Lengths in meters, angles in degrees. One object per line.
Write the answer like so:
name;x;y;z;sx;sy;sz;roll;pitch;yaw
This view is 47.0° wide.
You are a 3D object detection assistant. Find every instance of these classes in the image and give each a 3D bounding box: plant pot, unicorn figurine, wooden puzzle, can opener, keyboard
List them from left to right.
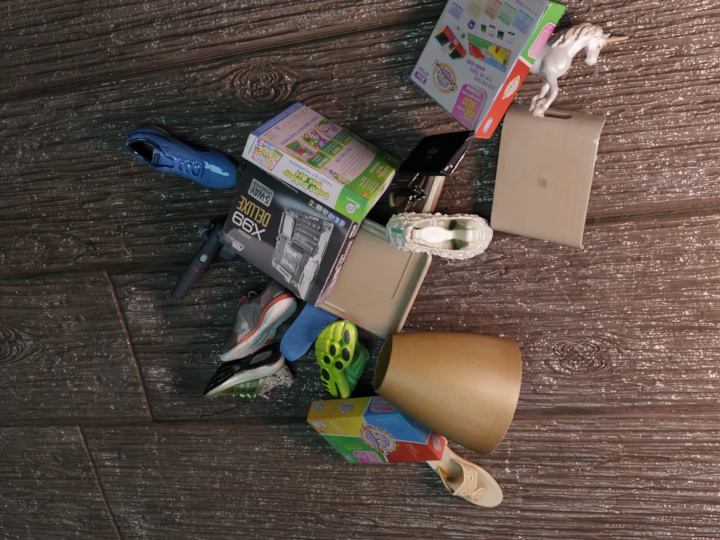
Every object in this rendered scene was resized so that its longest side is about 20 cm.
can opener;-0.276;-0.015;1.448;0.078;0.064;0.200;42;118;-5
wooden puzzle;0.000;0.000;1.323;0.198;0.037;0.187;28;121;9
keyboard;0.093;-0.145;1.183;0.021;0.200;0.128;40;86;-15
plant pot;0.125;0.174;1.306;0.197;0.187;0.189;16;119;-11
unicorn figurine;0.252;-0.289;1.152;0.197;0.074;0.140;22;107;13

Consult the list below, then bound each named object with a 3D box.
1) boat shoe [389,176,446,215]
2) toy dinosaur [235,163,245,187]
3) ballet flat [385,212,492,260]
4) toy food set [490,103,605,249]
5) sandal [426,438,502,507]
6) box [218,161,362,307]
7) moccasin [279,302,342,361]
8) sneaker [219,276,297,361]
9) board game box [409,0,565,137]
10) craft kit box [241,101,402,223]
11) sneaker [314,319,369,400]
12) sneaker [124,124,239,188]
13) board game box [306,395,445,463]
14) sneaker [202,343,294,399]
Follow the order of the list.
boat shoe;0.079;-0.103;1.289;0.074;0.075;0.205;21;118;3
toy dinosaur;-0.155;-0.079;1.370;0.047;0.088;0.201;-35;81;-15
ballet flat;0.130;-0.050;1.239;0.197;0.072;0.073;-1;122;-29
toy food set;0.277;-0.138;1.231;0.141;0.060;0.204;14;116;24
sandal;0.165;0.369;1.476;0.212;0.070;0.078;45;118;-5
box;-0.110;-0.065;1.286;0.198;0.050;0.159;33;115;14
moccasin;-0.064;0.066;1.410;0.199;0.068;0.081;-42;84;5
sneaker;-0.190;0.084;1.474;0.200;0.077;0.083;-43;68;26
board game box;0.168;-0.312;1.142;0.153;0.040;0.202;48;124;29
craft kit box;-0.051;-0.167;1.233;0.195;0.200;0.049;27;119;5
sneaker;-0.029;0.140;1.407;0.073;0.084;0.202;27;145;17
sneaker;-0.298;-0.179;1.375;0.197;0.079;0.067;24;116;5
board game box;0.027;0.278;1.442;0.197;0.041;0.153;-11;134;34
sneaker;-0.206;0.212;1.526;0.198;0.077;0.089;-22;114;27
